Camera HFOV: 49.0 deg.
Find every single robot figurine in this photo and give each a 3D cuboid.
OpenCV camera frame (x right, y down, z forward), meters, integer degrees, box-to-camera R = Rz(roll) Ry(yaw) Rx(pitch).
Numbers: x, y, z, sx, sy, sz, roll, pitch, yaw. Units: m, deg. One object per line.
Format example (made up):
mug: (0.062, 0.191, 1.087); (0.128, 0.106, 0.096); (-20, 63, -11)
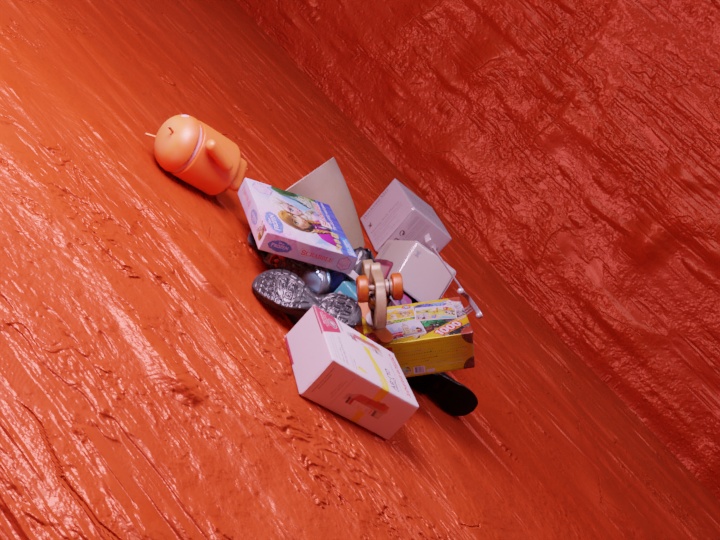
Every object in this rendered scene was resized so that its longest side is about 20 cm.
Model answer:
robot figurine: (-0.308, -0.221, 1.508); (0.199, 0.117, 0.144); (29, 21, -43)

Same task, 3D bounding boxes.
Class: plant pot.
plant pot: (-0.082, -0.113, 1.746); (0.201, 0.186, 0.187); (57, 13, -8)

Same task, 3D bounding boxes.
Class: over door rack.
over door rack: (0.133, 0.052, 1.588); (0.201, 0.147, 0.067); (55, 12, -1)

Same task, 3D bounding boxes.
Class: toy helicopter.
toy helicopter: (0.026, 0.043, 1.438); (0.077, 0.134, 0.201); (-5, 24, -6)

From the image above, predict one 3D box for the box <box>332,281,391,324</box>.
box: (-0.006, 0.066, 1.587); (0.049, 0.082, 0.199); (47, 15, 16)

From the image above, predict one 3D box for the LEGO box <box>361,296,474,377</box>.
LEGO box: (0.106, 0.128, 1.492); (0.149, 0.196, 0.078); (-101, -178, -66)

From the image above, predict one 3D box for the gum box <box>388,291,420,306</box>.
gum box: (0.113, 0.101, 1.768); (0.199, 0.067, 0.113); (35, -4, -28)

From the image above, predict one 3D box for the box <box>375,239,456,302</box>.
box: (0.115, 0.008, 1.869); (0.127, 0.110, 0.200); (36, -8, -16)

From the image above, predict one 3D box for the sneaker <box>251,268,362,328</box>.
sneaker: (-0.099, 0.069, 1.367); (0.198, 0.091, 0.076); (24, 51, 1)

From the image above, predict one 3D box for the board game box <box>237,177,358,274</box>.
board game box: (-0.122, -0.086, 1.514); (0.197, 0.041, 0.201); (15, 28, -32)

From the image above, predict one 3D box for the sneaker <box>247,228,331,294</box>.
sneaker: (-0.142, -0.014, 1.498); (0.200, 0.080, 0.095); (41, 24, 23)

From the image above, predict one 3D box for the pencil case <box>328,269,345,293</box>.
pencil case: (-0.111, -0.034, 1.586); (0.201, 0.078, 0.087); (51, -12, 26)

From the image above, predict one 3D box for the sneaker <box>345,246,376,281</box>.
sneaker: (0.000, 0.000, 1.675); (0.066, 0.091, 0.200); (32, -8, 9)

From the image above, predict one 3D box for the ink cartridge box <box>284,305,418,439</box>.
ink cartridge box: (-0.015, 0.166, 1.287); (0.199, 0.084, 0.146); (34, 18, -33)

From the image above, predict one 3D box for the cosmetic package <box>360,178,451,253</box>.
cosmetic package: (0.128, -0.121, 2.276); (0.165, 0.168, 0.201); (34, 17, -29)

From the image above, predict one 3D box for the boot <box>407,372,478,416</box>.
boot: (0.154, 0.203, 1.659); (0.199, 0.069, 0.175); (35, 18, -23)
